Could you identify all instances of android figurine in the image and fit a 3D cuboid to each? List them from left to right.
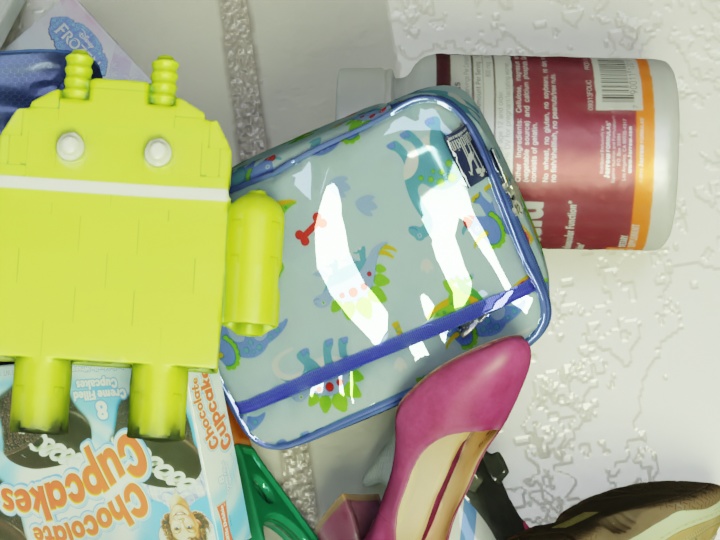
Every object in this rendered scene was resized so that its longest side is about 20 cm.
[{"bbox_3d":[-0.129,-0.014,0.915,0.180,0.041,0.202,5,83,-3],"label":"android figurine"}]

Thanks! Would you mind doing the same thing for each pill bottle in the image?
[{"bbox_3d":[0.085,-0.070,1.055,0.198,0.114,0.115,1,77,2],"label":"pill bottle"}]

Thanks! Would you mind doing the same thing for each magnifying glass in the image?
[{"bbox_3d":[-0.066,0.125,1.035,0.022,0.079,0.201,-34,67,16],"label":"magnifying glass"}]

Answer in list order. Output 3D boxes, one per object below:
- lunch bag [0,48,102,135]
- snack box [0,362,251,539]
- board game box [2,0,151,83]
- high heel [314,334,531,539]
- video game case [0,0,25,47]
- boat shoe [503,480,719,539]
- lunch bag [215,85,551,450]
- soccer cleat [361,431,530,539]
[{"bbox_3d":[-0.219,-0.041,1.003,0.198,0.136,0.134,-2,78,-1],"label":"lunch bag"},{"bbox_3d":[-0.162,0.103,0.999,0.198,0.037,0.117,-6,101,29],"label":"snack box"},{"bbox_3d":[-0.187,-0.033,1.091,0.199,0.043,0.200,-42,79,-6],"label":"board game box"},{"bbox_3d":[0.048,0.126,0.953,0.067,0.201,0.097,-1,49,-36],"label":"high heel"},{"bbox_3d":[-0.317,-0.153,1.089,0.198,0.018,0.144,3,32,2],"label":"video game case"},{"bbox_3d":[0.141,0.169,0.984,0.199,0.071,0.077,-11,93,-45],"label":"boat shoe"},{"bbox_3d":[0.000,0.000,0.978,0.198,0.082,0.162,-21,100,11],"label":"lunch bag"},{"bbox_3d":[0.070,0.178,1.021,0.086,0.070,0.201,-40,67,31],"label":"soccer cleat"}]
